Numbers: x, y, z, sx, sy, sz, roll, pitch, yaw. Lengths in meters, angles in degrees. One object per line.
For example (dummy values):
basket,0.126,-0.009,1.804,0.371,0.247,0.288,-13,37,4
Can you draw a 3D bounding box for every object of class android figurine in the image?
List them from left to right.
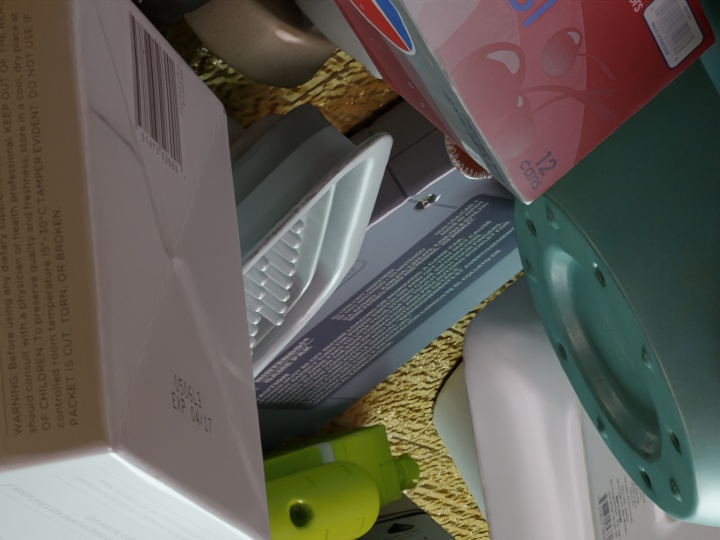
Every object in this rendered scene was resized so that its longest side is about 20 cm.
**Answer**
android figurine,-0.066,0.100,1.035,0.199,0.041,0.181,-12,177,-41

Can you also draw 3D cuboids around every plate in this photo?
plate,0.118,0.067,1.027,0.200,0.032,0.201,-36,127,-42

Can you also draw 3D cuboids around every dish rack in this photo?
dish rack,-0.076,0.036,0.758,0.200,0.044,0.172,-45,172,-15

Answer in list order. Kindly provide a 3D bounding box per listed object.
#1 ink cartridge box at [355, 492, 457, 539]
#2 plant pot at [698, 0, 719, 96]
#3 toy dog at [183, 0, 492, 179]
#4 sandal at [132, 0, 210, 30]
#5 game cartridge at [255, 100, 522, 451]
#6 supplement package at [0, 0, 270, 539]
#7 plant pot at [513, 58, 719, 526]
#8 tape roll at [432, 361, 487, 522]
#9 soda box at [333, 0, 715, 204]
ink cartridge box,-0.029,0.158,1.091,0.145,0.085,0.200,-19,-173,-8
plant pot,0.147,-0.127,0.647,0.199,0.189,0.200,-26,160,-10
toy dog,0.047,-0.079,0.757,0.199,0.097,0.132,-15,155,-34
sandal,-0.041,-0.107,0.637,0.200,0.058,0.080,-28,165,-20
game cartridge,0.000,0.000,0.964,0.200,0.042,0.133,-39,153,24
supplement package,-0.136,0.014,0.616,0.198,0.121,0.121,-11,162,11
plant pot,0.148,-0.007,0.876,0.160,0.201,0.201,-26,159,-9
tape roll,0.135,0.053,1.211,0.201,0.071,0.203,-26,159,-11
soda box,0.005,-0.108,0.562,0.063,0.070,0.200,-39,135,-5
